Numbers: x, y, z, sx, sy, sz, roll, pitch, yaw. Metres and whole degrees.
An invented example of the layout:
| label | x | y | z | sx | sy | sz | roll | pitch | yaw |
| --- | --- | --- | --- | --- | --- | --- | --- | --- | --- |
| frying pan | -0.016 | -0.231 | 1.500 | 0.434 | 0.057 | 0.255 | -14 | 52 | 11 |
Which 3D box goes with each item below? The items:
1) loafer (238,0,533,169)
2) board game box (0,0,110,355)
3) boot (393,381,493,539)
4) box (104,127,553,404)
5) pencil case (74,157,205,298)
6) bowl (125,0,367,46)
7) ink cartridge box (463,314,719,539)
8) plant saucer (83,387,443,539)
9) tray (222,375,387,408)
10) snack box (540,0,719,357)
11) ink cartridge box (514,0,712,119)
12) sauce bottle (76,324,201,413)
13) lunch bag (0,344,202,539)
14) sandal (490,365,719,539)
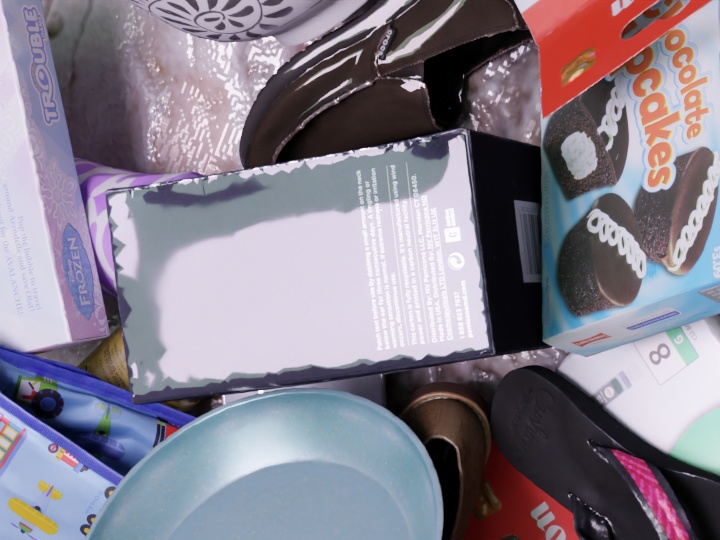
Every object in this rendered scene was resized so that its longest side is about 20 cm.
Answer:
| label | x | y | z | sx | sy | sz | roll | pitch | yaw |
| --- | --- | --- | --- | --- | --- | --- | --- | --- | --- |
| loafer | 0.017 | -0.099 | 1.128 | 0.200 | 0.073 | 0.072 | -40 | 70 | 24 |
| board game box | -0.247 | -0.041 | 1.182 | 0.198 | 0.043 | 0.202 | -13 | 88 | 29 |
| boot | 0.019 | 0.161 | 1.109 | 0.073 | 0.076 | 0.202 | 14 | 109 | 2 |
| box | 0.000 | 0.000 | 1.051 | 0.180 | 0.200 | 0.105 | -8 | 88 | 19 |
| pencil case | -0.161 | -0.035 | 1.217 | 0.199 | 0.084 | 0.086 | 14 | 64 | 35 |
| bowl | -0.036 | -0.183 | 1.124 | 0.200 | 0.201 | 0.094 | -30 | 115 | 27 |
| ink cartridge box | 0.136 | 0.123 | 1.079 | 0.200 | 0.050 | 0.162 | -39 | 72 | 22 |
| plant saucer | -0.047 | 0.148 | 1.041 | 0.198 | 0.036 | 0.201 | -15 | 45 | 15 |
| tray | -0.027 | 0.078 | 1.186 | 0.107 | 0.022 | 0.202 | -5 | 88 | 31 |
| snack box | 0.138 | -0.070 | 1.018 | 0.116 | 0.037 | 0.202 | -22 | 57 | 43 |
| ink cartridge box | 0.132 | -0.181 | 1.006 | 0.162 | 0.201 | 0.057 | -36 | 112 | 25 |
| sauce bottle | -0.165 | 0.099 | 1.243 | 0.200 | 0.065 | 0.065 | -42 | 71 | 25 |
| lunch bag | -0.176 | 0.130 | 1.157 | 0.199 | 0.094 | 0.151 | 28 | 124 | -15 |
| sandal | 0.130 | 0.117 | 1.034 | 0.199 | 0.045 | 0.076 | 34 | 120 | 33 |
